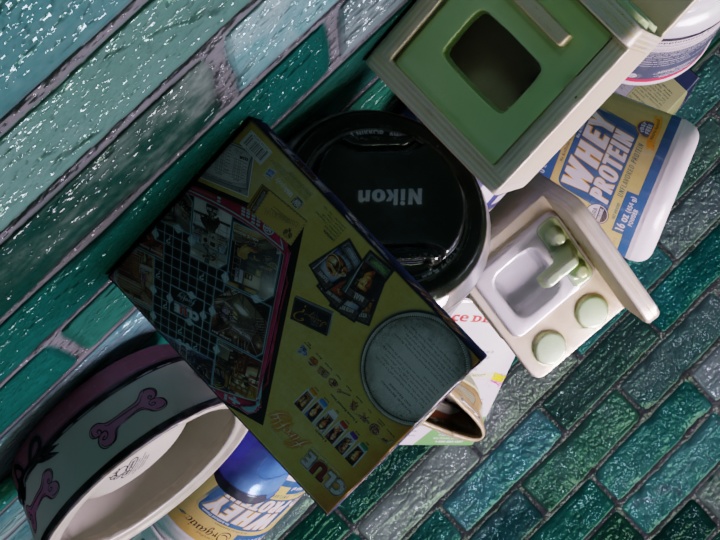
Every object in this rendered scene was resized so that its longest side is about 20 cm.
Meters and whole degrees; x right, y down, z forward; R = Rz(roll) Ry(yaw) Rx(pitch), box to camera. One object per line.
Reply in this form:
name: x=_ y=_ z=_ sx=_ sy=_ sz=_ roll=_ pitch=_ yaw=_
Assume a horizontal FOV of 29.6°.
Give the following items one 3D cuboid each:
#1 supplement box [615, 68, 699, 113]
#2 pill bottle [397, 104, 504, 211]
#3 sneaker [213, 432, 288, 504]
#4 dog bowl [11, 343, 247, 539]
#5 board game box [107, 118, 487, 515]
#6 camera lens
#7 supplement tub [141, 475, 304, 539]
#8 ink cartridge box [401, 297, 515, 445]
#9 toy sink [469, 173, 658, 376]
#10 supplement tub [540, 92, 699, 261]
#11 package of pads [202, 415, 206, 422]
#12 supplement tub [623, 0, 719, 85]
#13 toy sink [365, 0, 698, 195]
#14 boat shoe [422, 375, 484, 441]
supplement box: x=0.273 y=-0.182 z=1.598 sx=0.200 sy=0.134 sz=0.200 roll=-47 pitch=173 yaw=6
pill bottle: x=0.109 y=-0.139 z=1.070 sx=0.111 sy=0.111 sz=0.200 roll=-35 pitch=168 yaw=-51
sneaker: x=-0.068 y=0.141 z=1.249 sx=0.079 sy=0.066 sz=0.200 roll=-59 pitch=169 yaw=28
dog bowl: x=-0.180 y=0.138 z=1.052 sx=0.199 sy=0.074 sz=0.200 roll=-37 pitch=164 yaw=-13
board game box: x=-0.040 y=0.028 z=0.831 sx=0.135 sy=0.200 sz=0.035 roll=-45 pitch=173 yaw=9
camera lens: x=-0.006 y=-0.006 z=0.979 sx=0.160 sy=0.160 sz=0.200 roll=-40 pitch=171 yaw=-29
supplement tub: x=-0.132 y=0.202 z=1.402 sx=0.200 sy=0.145 sz=0.144 roll=-49 pitch=171 yaw=29
ink cartridge box: x=0.072 y=0.078 z=1.373 sx=0.143 sy=0.084 sz=0.201 roll=3 pitch=129 yaw=-22
toy sink: x=0.145 y=0.000 z=1.173 sx=0.112 sy=0.131 sz=0.200 roll=-40 pitch=-158 yaw=0
supplement tub: x=0.214 y=-0.109 z=1.332 sx=0.145 sy=0.198 sz=0.146 roll=22 pitch=90 yaw=-80
package of pads: x=-0.115 y=0.092 z=1.236 sx=0.200 sy=0.076 sz=0.121 roll=-38 pitch=166 yaw=-42
supplement tub: x=0.238 y=-0.242 z=1.102 sx=0.140 sy=0.140 sz=0.200 roll=-44 pitch=172 yaw=-5
toy sink: x=0.122 y=-0.169 z=0.920 sx=0.200 sy=0.130 sz=0.112 roll=-46 pitch=172 yaw=18
boat shoe: x=0.048 y=0.110 z=1.279 sx=0.199 sy=0.077 sz=0.072 roll=22 pitch=119 yaw=-35
